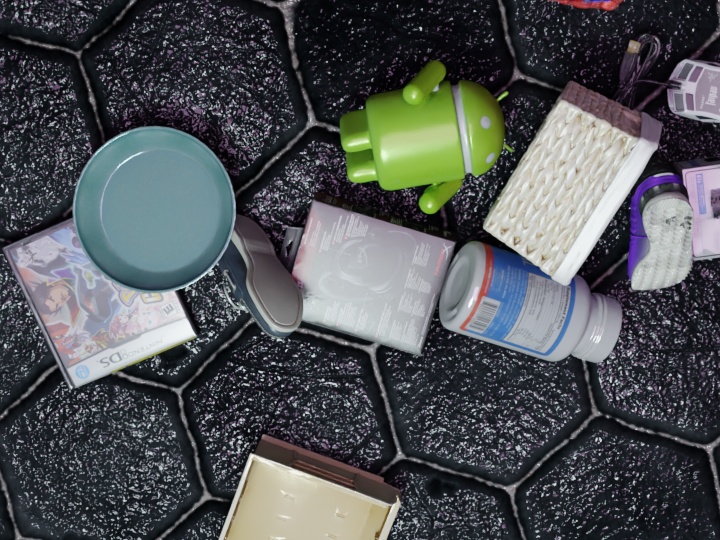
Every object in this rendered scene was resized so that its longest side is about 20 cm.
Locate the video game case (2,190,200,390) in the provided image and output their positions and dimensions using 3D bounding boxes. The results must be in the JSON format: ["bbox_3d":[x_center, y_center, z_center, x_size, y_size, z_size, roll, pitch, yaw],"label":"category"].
[{"bbox_3d":[-0.322,0.026,1.693,0.181,0.026,0.200,-23,99,7],"label":"video game case"}]

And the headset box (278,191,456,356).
[{"bbox_3d":[0.000,0.000,1.648,0.200,0.077,0.149,16,101,0],"label":"headset box"}]

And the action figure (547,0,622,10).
[{"bbox_3d":[0.242,-0.343,1.588,0.200,0.052,0.065,10,97,-2],"label":"action figure"}]

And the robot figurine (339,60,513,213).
[{"bbox_3d":[0.078,-0.159,1.593,0.200,0.116,0.176,-9,123,3],"label":"robot figurine"}]

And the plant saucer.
[{"bbox_3d":[-0.245,-0.072,1.636,0.200,0.036,0.200,0,90,6],"label":"plant saucer"}]

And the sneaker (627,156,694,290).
[{"bbox_3d":[0.350,-0.059,1.601,0.070,0.100,0.200,-6,145,-1],"label":"sneaker"}]

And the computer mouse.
[{"bbox_3d":[0.402,-0.211,1.608,0.200,0.044,0.110,13,97,6],"label":"computer mouse"}]

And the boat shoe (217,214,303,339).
[{"bbox_3d":[-0.128,0.015,1.610,0.075,0.200,0.062,9,126,-40],"label":"boat shoe"}]

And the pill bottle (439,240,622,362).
[{"bbox_3d":[0.205,0.044,1.621,0.200,0.112,0.112,18,101,-16],"label":"pill bottle"}]

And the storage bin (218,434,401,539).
[{"bbox_3d":[-0.073,0.339,1.707,0.198,0.094,0.200,20,101,-1],"label":"storage bin"}]

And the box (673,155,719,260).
[{"bbox_3d":[0.482,-0.084,1.618,0.200,0.060,0.117,-6,101,4],"label":"box"}]

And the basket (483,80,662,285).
[{"bbox_3d":[0.244,-0.108,1.574,0.123,0.136,0.200,32,113,3],"label":"basket"}]
